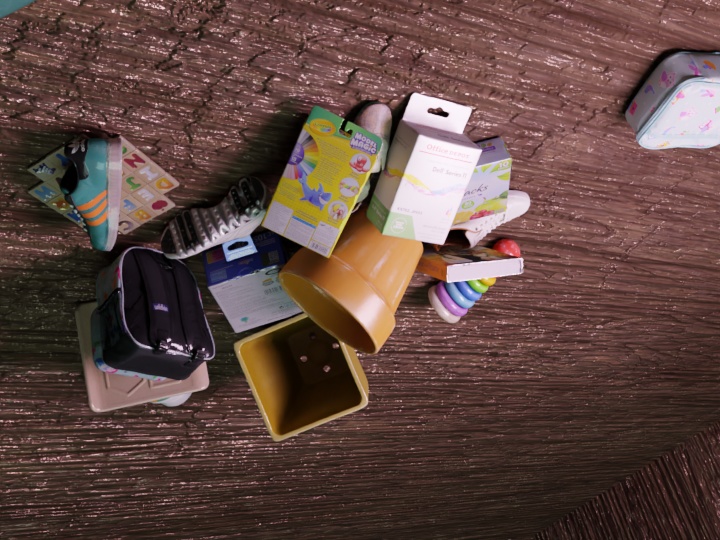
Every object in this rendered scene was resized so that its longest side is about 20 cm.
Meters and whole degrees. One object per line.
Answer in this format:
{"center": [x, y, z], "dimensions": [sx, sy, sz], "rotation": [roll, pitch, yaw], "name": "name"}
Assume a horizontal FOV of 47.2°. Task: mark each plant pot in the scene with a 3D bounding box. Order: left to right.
{"center": [-0.095, 0.173, 1.559], "dimensions": [0.193, 0.197, 0.200], "rotation": [-22, -177, 9], "name": "plant pot"}
{"center": [0.000, 0.000, 1.325], "dimensions": [0.184, 0.199, 0.201], "rotation": [-51, 153, -18], "name": "plant pot"}

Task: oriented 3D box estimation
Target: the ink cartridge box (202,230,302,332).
{"center": [-0.181, 0.013, 1.394], "dimensions": [0.135, 0.077, 0.201], "rotation": [-17, 149, -1], "name": "ink cartridge box"}

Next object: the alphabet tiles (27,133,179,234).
{"center": [-0.365, -0.118, 1.177], "dimensions": [0.165, 0.006, 0.200], "rotation": [-27, 147, 14], "name": "alphabet tiles"}

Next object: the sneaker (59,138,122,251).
{"center": [-0.371, -0.105, 1.131], "dimensions": [0.079, 0.072, 0.201], "rotation": [2, 139, -19], "name": "sneaker"}

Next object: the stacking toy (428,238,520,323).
{"center": [0.227, 0.014, 1.586], "dimensions": [0.200, 0.086, 0.085], "rotation": [-40, 141, 25], "name": "stacking toy"}

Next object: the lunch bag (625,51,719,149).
{"center": [0.532, -0.261, 1.302], "dimensions": [0.198, 0.078, 0.161], "rotation": [-2, 145, -22], "name": "lunch bag"}

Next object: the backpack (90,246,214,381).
{"center": [-0.334, 0.069, 1.298], "dimensions": [0.150, 0.202, 0.177], "rotation": [-32, 149, 30], "name": "backpack"}

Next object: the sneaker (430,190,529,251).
{"center": [0.208, -0.077, 1.430], "dimensions": [0.198, 0.085, 0.073], "rotation": [-15, 146, -4], "name": "sneaker"}

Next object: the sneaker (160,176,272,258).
{"center": [-0.215, -0.067, 1.269], "dimensions": [0.198, 0.076, 0.081], "rotation": [-25, 156, 13], "name": "sneaker"}

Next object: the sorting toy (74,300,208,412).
{"center": [-0.370, 0.130, 1.399], "dimensions": [0.198, 0.187, 0.036], "rotation": [-11, 170, -12], "name": "sorting toy"}

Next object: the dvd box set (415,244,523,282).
{"center": [0.165, -0.018, 1.417], "dimensions": [0.145, 0.200, 0.030], "rotation": [-6, 102, -21], "name": "dvd box set"}

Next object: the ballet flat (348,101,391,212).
{"center": [0.006, -0.159, 1.228], "dimensions": [0.067, 0.068, 0.201], "rotation": [-4, 145, -22], "name": "ballet flat"}

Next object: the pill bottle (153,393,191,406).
{"center": [-0.384, 0.177, 1.517], "dimensions": [0.112, 0.114, 0.200], "rotation": [-19, 148, 4], "name": "pill bottle"}

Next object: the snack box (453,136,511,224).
{"center": [0.141, -0.132, 1.343], "dimensions": [0.198, 0.053, 0.143], "rotation": [-15, 146, -3], "name": "snack box"}

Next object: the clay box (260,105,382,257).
{"center": [-0.054, -0.130, 1.180], "dimensions": [0.114, 0.048, 0.201], "rotation": [25, 116, -5], "name": "clay box"}

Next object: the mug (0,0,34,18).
{"center": [-0.350, -0.322, 0.763], "dimensions": [0.113, 0.186, 0.153], "rotation": [-25, 124, 3], "name": "mug"}

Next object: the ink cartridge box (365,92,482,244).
{"center": [0.099, -0.147, 1.216], "dimensions": [0.116, 0.067, 0.202], "rotation": [7, 116, -28], "name": "ink cartridge box"}
